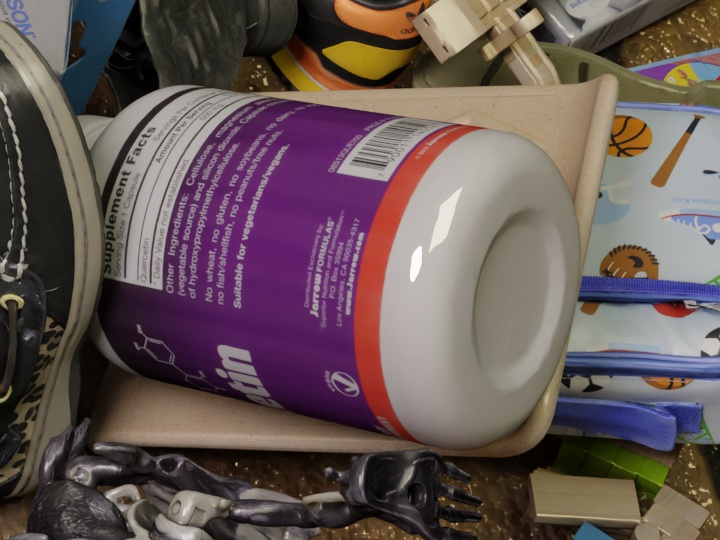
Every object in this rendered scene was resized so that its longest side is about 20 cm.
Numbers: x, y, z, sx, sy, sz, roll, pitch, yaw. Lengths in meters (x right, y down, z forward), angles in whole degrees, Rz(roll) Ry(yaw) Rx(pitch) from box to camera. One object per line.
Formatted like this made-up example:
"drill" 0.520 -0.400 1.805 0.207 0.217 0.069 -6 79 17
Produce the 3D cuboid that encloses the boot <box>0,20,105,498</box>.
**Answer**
"boot" -0.171 0.022 0.787 0.153 0.204 0.073 -21 48 -33

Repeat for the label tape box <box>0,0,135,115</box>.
"label tape box" -0.171 -0.053 0.866 0.199 0.144 0.063 -9 60 -33

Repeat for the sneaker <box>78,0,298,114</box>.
"sneaker" -0.092 -0.150 0.987 0.104 0.060 0.200 -12 75 -44

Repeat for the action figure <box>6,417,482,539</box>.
"action figure" -0.057 0.112 0.786 0.102 0.200 0.119 42 54 -37

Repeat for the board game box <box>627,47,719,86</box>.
"board game box" 0.219 -0.059 1.155 0.200 0.039 0.158 -15 66 -36

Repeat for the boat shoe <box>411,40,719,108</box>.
"boat shoe" 0.119 -0.055 1.076 0.199 0.069 0.075 12 44 7

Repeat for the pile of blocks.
"pile of blocks" 0.105 0.128 0.953 0.082 0.062 0.200 7 47 -9

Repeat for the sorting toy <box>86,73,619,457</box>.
"sorting toy" 0.000 0.000 0.921 0.199 0.037 0.186 -3 49 23

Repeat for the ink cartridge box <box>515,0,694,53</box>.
"ink cartridge box" 0.101 -0.213 1.200 0.198 0.043 0.200 -30 74 -39

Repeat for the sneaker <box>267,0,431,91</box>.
"sneaker" -0.039 -0.170 1.059 0.070 0.090 0.200 -32 77 -40

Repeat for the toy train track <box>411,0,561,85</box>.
"toy train track" 0.083 -0.144 1.060 0.115 0.033 0.200 54 35 -4

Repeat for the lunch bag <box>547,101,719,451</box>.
"lunch bag" 0.090 0.001 0.974 0.199 0.076 0.161 2 49 7

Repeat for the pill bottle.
"pill bottle" -0.028 -0.006 0.833 0.199 0.113 0.112 11 38 33
